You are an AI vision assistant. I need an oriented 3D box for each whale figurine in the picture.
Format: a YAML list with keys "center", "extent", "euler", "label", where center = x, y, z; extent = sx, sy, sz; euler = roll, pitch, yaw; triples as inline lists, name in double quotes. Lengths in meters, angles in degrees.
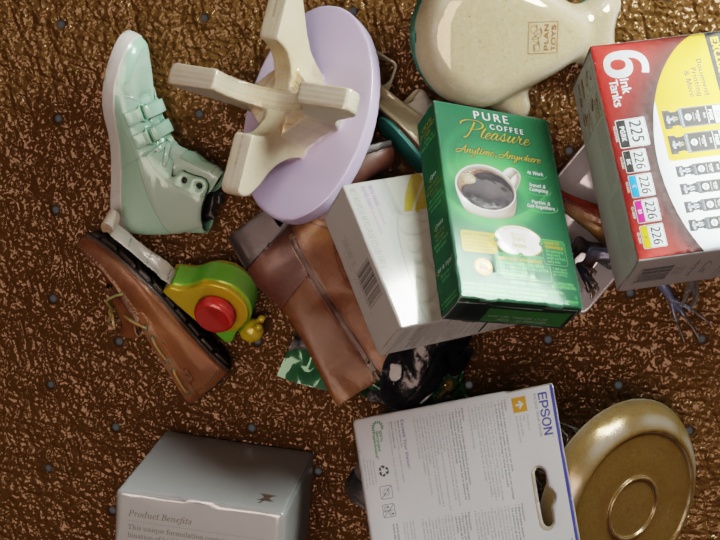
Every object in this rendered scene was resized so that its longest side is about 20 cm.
- center: [0.140, -0.219, 1.208]
  extent: [0.197, 0.104, 0.161]
  euler: [-6, 105, -15]
  label: "whale figurine"

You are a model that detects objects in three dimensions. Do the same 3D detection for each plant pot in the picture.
- center: [0.251, 0.221, 1.240]
  extent: [0.198, 0.027, 0.203]
  euler: [-12, 111, -32]
  label: "plant pot"

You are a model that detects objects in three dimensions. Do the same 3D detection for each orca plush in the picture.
- center: [0.097, 0.050, 1.218]
  extent: [0.200, 0.071, 0.106]
  euler: [-41, 117, -15]
  label: "orca plush"

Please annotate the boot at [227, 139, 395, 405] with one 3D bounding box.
- center: [0.000, 0.000, 1.237]
  extent: [0.187, 0.068, 0.201]
  euler: [-36, 93, 1]
  label: "boot"

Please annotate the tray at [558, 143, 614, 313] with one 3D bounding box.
- center: [0.237, -0.067, 1.249]
  extent: [0.107, 0.022, 0.201]
  euler: [39, 105, 0]
  label: "tray"

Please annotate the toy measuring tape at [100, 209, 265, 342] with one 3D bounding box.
- center: [-0.162, 0.001, 1.285]
  extent: [0.073, 0.074, 0.200]
  euler: [-40, 114, 14]
  label: "toy measuring tape"

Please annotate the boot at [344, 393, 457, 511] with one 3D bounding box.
- center: [0.095, 0.201, 1.283]
  extent: [0.198, 0.070, 0.133]
  euler: [24, 109, -14]
  label: "boot"

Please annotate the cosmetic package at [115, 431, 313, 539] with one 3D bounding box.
- center: [-0.145, 0.292, 1.309]
  extent: [0.165, 0.166, 0.203]
  euler: [7, 103, 7]
  label: "cosmetic package"

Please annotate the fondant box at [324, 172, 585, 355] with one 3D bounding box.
- center: [0.084, -0.017, 1.176]
  extent: [0.146, 0.198, 0.058]
  euler: [67, 149, 22]
  label: "fondant box"

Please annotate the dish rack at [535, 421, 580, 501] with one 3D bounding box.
- center: [0.196, 0.222, 1.262]
  extent: [0.198, 0.055, 0.155]
  euler: [23, 93, -18]
  label: "dish rack"

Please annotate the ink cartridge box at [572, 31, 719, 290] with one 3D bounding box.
- center: [0.294, -0.099, 1.143]
  extent: [0.173, 0.084, 0.202]
  euler: [-8, 72, -5]
  label: "ink cartridge box"

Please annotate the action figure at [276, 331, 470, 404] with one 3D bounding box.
- center: [0.028, 0.096, 1.303]
  extent: [0.198, 0.055, 0.119]
  euler: [25, 101, -1]
  label: "action figure"

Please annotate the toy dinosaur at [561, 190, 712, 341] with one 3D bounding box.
- center: [0.281, -0.026, 1.200]
  extent: [0.180, 0.105, 0.202]
  euler: [-20, 91, -8]
  label: "toy dinosaur"

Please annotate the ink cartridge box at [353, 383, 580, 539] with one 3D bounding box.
- center: [0.101, 0.217, 1.189]
  extent: [0.198, 0.043, 0.199]
  euler: [-12, 78, 20]
  label: "ink cartridge box"

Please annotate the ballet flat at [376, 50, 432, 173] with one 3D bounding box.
- center: [0.027, -0.162, 1.246]
  extent: [0.199, 0.069, 0.070]
  euler: [40, 105, 0]
  label: "ballet flat"

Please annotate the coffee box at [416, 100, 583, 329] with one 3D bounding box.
- center: [0.120, -0.050, 1.148]
  extent: [0.122, 0.044, 0.202]
  euler: [5, 60, -21]
  label: "coffee box"

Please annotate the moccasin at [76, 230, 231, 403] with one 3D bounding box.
- center: [-0.218, 0.046, 1.323]
  extent: [0.078, 0.074, 0.202]
  euler: [-39, 103, 5]
  label: "moccasin"

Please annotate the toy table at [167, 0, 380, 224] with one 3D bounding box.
- center: [-0.066, -0.151, 1.162]
  extent: [0.182, 0.117, 0.203]
  euler: [-1, 80, 24]
  label: "toy table"

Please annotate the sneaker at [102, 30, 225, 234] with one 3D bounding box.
- center: [-0.184, -0.131, 1.275]
  extent: [0.117, 0.074, 0.203]
  euler: [6, 112, 14]
  label: "sneaker"
